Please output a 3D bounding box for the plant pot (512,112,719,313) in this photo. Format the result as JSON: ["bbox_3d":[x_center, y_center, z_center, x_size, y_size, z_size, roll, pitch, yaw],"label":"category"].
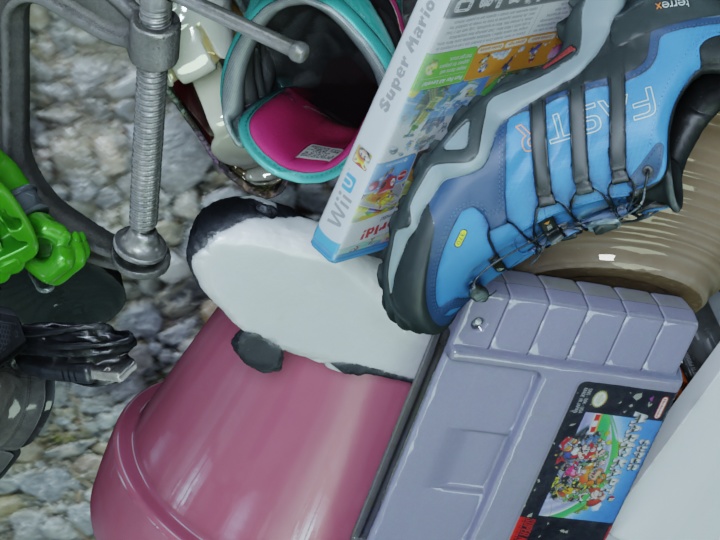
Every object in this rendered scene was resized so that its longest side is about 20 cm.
[{"bbox_3d":[0.128,-0.030,0.929,0.200,0.093,0.201,5,161,2],"label":"plant pot"}]

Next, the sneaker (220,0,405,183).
[{"bbox_3d":[-0.004,-0.067,0.824,0.083,0.121,0.200,-3,129,21],"label":"sneaker"}]

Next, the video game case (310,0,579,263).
[{"bbox_3d":[0.065,-0.097,0.769,0.143,0.018,0.200,-17,141,-47],"label":"video game case"}]

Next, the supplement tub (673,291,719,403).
[{"bbox_3d":[0.265,0.017,1.090,0.200,0.123,0.123,-26,143,12],"label":"supplement tub"}]

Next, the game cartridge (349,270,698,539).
[{"bbox_3d":[0.078,0.093,0.917,0.129,0.038,0.200,10,121,-16],"label":"game cartridge"}]

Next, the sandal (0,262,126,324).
[{"bbox_3d":[-0.188,-0.010,0.926,0.075,0.048,0.200,-32,141,19],"label":"sandal"}]

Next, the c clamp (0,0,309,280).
[{"bbox_3d":[-0.113,-0.065,0.807,0.027,0.171,0.200,-44,162,-39],"label":"c clamp"}]

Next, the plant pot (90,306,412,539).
[{"bbox_3d":[-0.031,0.088,1.019,0.200,0.200,0.179,8,121,-31],"label":"plant pot"}]

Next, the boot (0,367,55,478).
[{"bbox_3d":[-0.271,0.111,1.039,0.200,0.070,0.132,-36,145,30],"label":"boot"}]

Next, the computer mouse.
[{"bbox_3d":[-0.204,0.035,0.830,0.138,0.053,0.200,7,175,24],"label":"computer mouse"}]

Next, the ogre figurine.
[{"bbox_3d":[-0.207,-0.061,0.782,0.200,0.120,0.098,2,132,-41],"label":"ogre figurine"}]

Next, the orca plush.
[{"bbox_3d":[0.000,0.000,0.898,0.200,0.071,0.105,12,132,-23],"label":"orca plush"}]

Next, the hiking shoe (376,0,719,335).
[{"bbox_3d":[0.089,-0.043,0.760,0.200,0.087,0.074,-50,154,5],"label":"hiking shoe"}]

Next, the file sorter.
[{"bbox_3d":[0.243,0.163,1.014,0.139,0.124,0.200,-51,134,-11],"label":"file sorter"}]

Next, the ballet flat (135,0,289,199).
[{"bbox_3d":[-0.071,-0.100,0.838,0.069,0.071,0.200,-19,144,11],"label":"ballet flat"}]
